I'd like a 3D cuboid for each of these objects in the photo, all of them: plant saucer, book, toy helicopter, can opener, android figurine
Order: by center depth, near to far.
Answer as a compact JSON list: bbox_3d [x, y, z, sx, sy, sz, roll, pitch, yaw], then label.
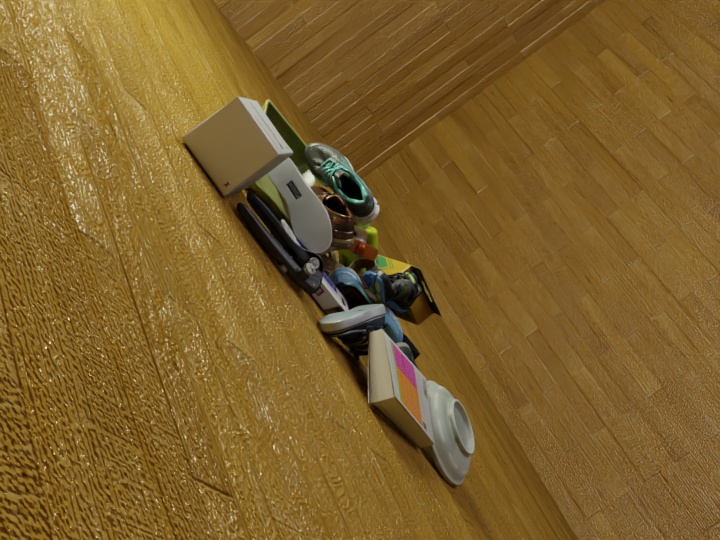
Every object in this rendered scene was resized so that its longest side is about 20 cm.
[{"bbox_3d":[-0.133,-0.040,1.516,0.200,0.078,0.064,49,47,-22],"label":"can opener"},{"bbox_3d":[0.072,0.204,1.582,0.200,0.048,0.134,50,29,-48],"label":"book"},{"bbox_3d":[0.172,0.299,1.728,0.201,0.050,0.201,55,23,-38],"label":"plant saucer"},{"bbox_3d":[-0.050,-0.050,1.773,0.132,0.079,0.200,23,27,22],"label":"toy helicopter"},{"bbox_3d":[-0.160,-0.191,1.786,0.200,0.048,0.201,48,39,-45],"label":"plant saucer"},{"bbox_3d":[-0.018,-0.089,1.927,0.182,0.041,0.201,39,-43,53],"label":"android figurine"}]

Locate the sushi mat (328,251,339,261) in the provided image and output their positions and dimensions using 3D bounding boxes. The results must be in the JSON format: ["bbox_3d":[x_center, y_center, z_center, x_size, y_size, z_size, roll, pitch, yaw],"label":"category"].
[{"bbox_3d":[-0.061,-0.035,1.984,0.200,0.012,0.096,-73,147,-86],"label":"sushi mat"}]

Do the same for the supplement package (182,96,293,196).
[{"bbox_3d":[-0.200,-0.209,1.547,0.117,0.117,0.200,55,7,-6],"label":"supplement package"}]

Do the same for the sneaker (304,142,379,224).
[{"bbox_3d":[-0.038,-0.183,1.795,0.200,0.078,0.091,46,-5,15],"label":"sneaker"}]

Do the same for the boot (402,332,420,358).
[{"bbox_3d":[0.051,0.115,1.972,0.166,0.065,0.200,60,9,21],"label":"boot"}]

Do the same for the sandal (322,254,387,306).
[{"bbox_3d":[0.001,0.004,1.830,0.211,0.070,0.078,25,31,-30],"label":"sandal"}]

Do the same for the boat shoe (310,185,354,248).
[{"bbox_3d":[-0.053,-0.115,1.740,0.071,0.068,0.200,2,29,-23],"label":"boat shoe"}]

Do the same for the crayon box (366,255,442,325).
[{"bbox_3d":[0.078,0.039,1.946,0.200,0.051,0.128,18,-41,58],"label":"crayon box"}]

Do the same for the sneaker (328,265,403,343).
[{"bbox_3d":[0.006,0.087,1.771,0.200,0.078,0.090,47,10,-15],"label":"sneaker"}]

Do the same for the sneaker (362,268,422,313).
[{"bbox_3d":[0.065,0.026,1.782,0.071,0.083,0.199,53,9,24],"label":"sneaker"}]

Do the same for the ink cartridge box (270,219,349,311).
[{"bbox_3d":[-0.089,0.004,1.648,0.200,0.037,0.095,50,7,-18],"label":"ink cartridge box"}]

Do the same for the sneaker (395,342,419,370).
[{"bbox_3d":[0.091,0.208,1.749,0.107,0.075,0.200,59,6,26],"label":"sneaker"}]

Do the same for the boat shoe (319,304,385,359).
[{"bbox_3d":[-0.003,0.113,1.578,0.200,0.070,0.092,-11,95,-65],"label":"boat shoe"}]

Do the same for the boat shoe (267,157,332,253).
[{"bbox_3d":[-0.109,-0.117,1.689,0.201,0.072,0.066,56,1,15],"label":"boat shoe"}]
